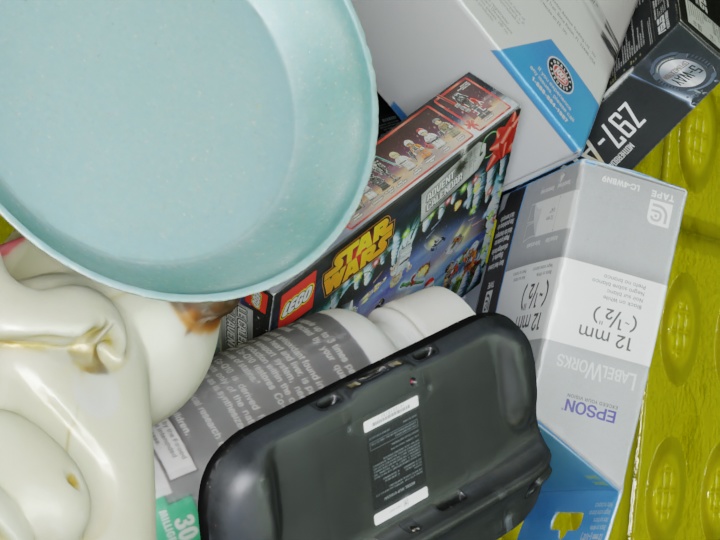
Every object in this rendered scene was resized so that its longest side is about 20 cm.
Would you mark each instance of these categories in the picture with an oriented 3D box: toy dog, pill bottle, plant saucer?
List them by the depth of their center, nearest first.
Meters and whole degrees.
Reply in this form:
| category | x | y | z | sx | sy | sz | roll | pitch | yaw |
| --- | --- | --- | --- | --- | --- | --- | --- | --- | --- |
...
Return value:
| category | x | y | z | sx | sy | sz | roll | pitch | yaw |
| --- | --- | --- | --- | --- | --- | --- | --- | --- | --- |
| toy dog | -0.122 | 0.056 | 0.952 | 0.194 | 0.140 | 0.200 | 32 | 48 | -11 |
| plant saucer | -0.087 | -0.077 | 0.952 | 0.199 | 0.036 | 0.201 | 11 | 67 | -26 |
| pill bottle | -0.034 | 0.085 | 1.097 | 0.199 | 0.113 | 0.114 | -22 | 119 | -20 |

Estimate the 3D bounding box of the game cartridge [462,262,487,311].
| category | x | y | z | sx | sy | sz | roll | pitch | yaw |
| --- | --- | --- | --- | --- | --- | --- | --- | --- | --- |
| game cartridge | 0.058 | 0.094 | 1.417 | 0.130 | 0.038 | 0.201 | 12 | 93 | -66 |

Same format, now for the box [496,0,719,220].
| category | x | y | z | sx | sy | sz | roll | pitch | yaw |
| --- | --- | --- | --- | --- | --- | --- | --- | --- | --- |
| box | 0.146 | -0.115 | 1.401 | 0.043 | 0.160 | 0.200 | 38 | 22 | -13 |

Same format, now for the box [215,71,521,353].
| category | x | y | z | sx | sy | sz | roll | pitch | yaw |
| --- | --- | --- | --- | --- | --- | --- | --- | --- | --- |
| box | 0.000 | 0.000 | 1.218 | 0.200 | 0.040 | 0.137 | -38 | 152 | -36 |

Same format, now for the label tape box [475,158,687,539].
| category | x | y | z | sx | sy | sz | roll | pitch | yaw |
| --- | --- | --- | --- | --- | --- | --- | --- | --- | --- |
| label tape box | 0.101 | 0.052 | 1.246 | 0.143 | 0.066 | 0.201 | 159 | -52 | -76 |

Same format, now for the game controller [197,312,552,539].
| category | x | y | z | sx | sy | sz | roll | pitch | yaw |
| --- | --- | --- | --- | --- | --- | --- | --- | --- | --- |
| game controller | 0.010 | 0.091 | 1.014 | 0.200 | 0.042 | 0.105 | -24 | 108 | -41 |

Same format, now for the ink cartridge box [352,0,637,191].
| category | x | y | z | sx | sy | sz | roll | pitch | yaw |
| --- | --- | --- | --- | --- | --- | --- | --- | --- | --- |
| ink cartridge box | 0.076 | -0.161 | 1.321 | 0.147 | 0.086 | 0.200 | 49 | 38 | -21 |

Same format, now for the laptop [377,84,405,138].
| category | x | y | z | sx | sy | sz | roll | pitch | yaw |
| --- | --- | --- | --- | --- | --- | --- | --- | --- | --- |
| laptop | -0.012 | -0.058 | 1.323 | 0.187 | 0.116 | 0.201 | -22 | 84 | -60 |
